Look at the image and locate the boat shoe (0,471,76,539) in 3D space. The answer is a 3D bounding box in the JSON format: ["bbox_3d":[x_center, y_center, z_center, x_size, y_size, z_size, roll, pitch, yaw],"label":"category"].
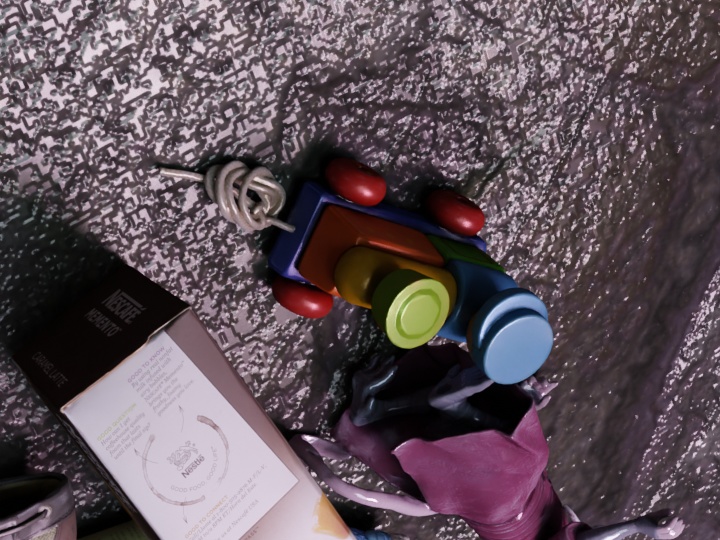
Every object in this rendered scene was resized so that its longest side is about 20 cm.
[{"bbox_3d":[-0.235,0.137,1.007,0.199,0.073,0.065,-7,108,-32],"label":"boat shoe"}]

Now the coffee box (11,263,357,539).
[{"bbox_3d":[-0.076,0.106,1.015,0.080,0.114,0.200,-39,112,-12],"label":"coffee box"}]

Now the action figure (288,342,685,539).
[{"bbox_3d":[0.079,0.132,1.148,0.149,0.134,0.200,-39,126,-5],"label":"action figure"}]

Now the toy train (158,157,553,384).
[{"bbox_3d":[0.000,0.000,1.037,0.199,0.116,0.085,16,107,-36],"label":"toy train"}]

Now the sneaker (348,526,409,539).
[{"bbox_3d":[-0.044,0.230,1.182,0.090,0.078,0.201,22,100,-18],"label":"sneaker"}]

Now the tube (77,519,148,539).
[{"bbox_3d":[-0.139,0.169,1.088,0.199,0.058,0.052,-21,125,-22],"label":"tube"}]
